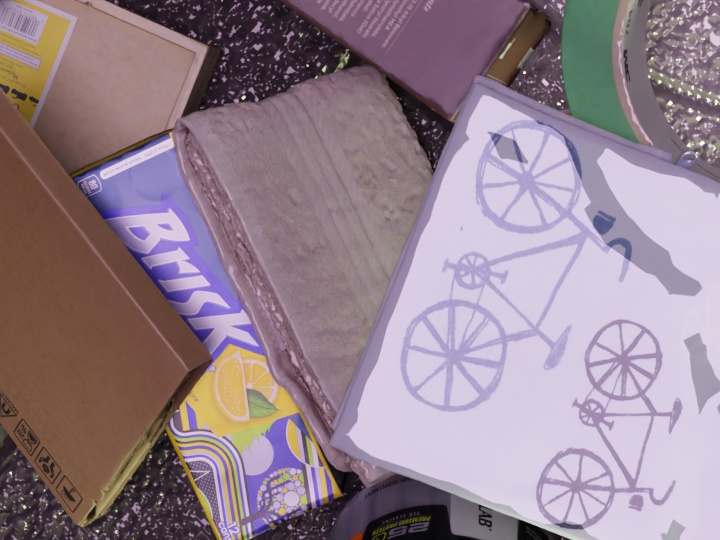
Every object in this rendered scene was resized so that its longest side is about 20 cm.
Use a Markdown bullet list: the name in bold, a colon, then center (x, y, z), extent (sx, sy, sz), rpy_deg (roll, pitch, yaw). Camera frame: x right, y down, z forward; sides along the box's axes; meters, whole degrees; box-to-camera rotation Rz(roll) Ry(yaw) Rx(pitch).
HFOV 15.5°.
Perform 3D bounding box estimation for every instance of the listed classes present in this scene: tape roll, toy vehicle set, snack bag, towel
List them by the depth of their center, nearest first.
- **snack bag**: center (0.109, 0.029, 1.224), extent (0.199, 0.021, 0.189), rpy_deg (21, 87, 6)
- **tape roll**: center (0.195, -0.103, 1.238), extent (0.200, 0.048, 0.201), rpy_deg (4, 101, 19)
- **towel**: center (0.000, 0.000, 1.298), extent (0.034, 0.132, 0.201), rpy_deg (-34, 79, 49)
- **toy vehicle set**: center (-0.186, -0.097, 1.372), extent (0.199, 0.027, 0.125), rpy_deg (25, 95, 9)

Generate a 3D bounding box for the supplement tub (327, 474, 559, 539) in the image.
- **supplement tub**: center (0.037, 0.193, 1.236), extent (0.122, 0.200, 0.123), rpy_deg (1, 121, 2)

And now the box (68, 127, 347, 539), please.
- **box**: center (-0.079, 0.032, 1.320), extent (0.070, 0.064, 0.201), rpy_deg (-25, 94, 2)

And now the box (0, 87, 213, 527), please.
- **box**: center (-0.166, 0.010, 1.311), extent (0.200, 0.021, 0.164), rpy_deg (52, 140, 12)

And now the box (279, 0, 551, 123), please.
- **box**: center (-0.008, -0.155, 1.305), extent (0.200, 0.100, 0.075), rpy_deg (35, 96, 9)

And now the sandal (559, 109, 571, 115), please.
- **sandal**: center (0.123, 0.021, 1.303), extent (0.079, 0.059, 0.208), rpy_deg (-7, 89, 10)
